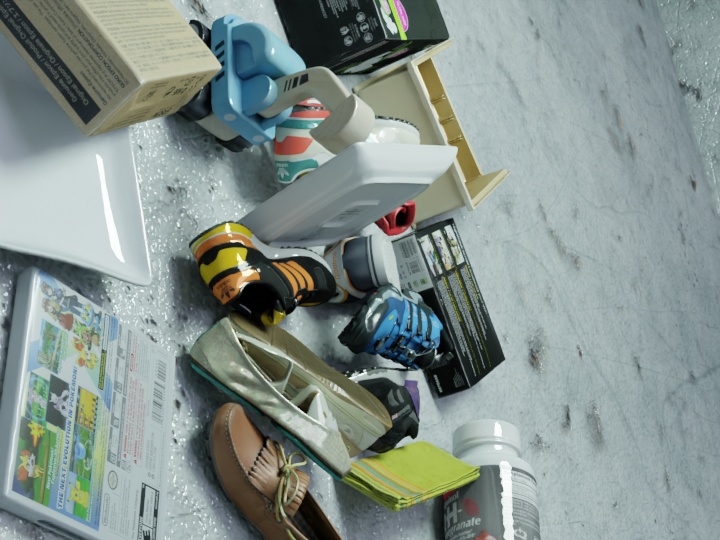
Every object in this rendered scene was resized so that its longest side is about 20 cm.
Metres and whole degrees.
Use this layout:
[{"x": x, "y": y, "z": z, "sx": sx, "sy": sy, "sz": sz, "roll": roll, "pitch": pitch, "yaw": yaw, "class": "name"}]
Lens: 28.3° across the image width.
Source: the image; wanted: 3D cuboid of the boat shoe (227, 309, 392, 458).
[{"x": -0.061, "y": 0.116, "z": 1.395, "sx": 0.200, "sy": 0.066, "sz": 0.074, "roll": 38, "pitch": 12, "yaw": -15, "class": "boat shoe"}]

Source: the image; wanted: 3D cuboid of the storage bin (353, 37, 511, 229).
[{"x": 0.100, "y": -0.184, "z": 1.878, "sx": 0.201, "sy": 0.093, "sz": 0.198, "roll": 66, "pitch": 27, "yaw": -9, "class": "storage bin"}]

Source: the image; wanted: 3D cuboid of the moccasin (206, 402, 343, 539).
[{"x": -0.073, "y": 0.205, "z": 1.312, "sx": 0.202, "sy": 0.077, "sz": 0.074, "roll": 62, "pitch": 28, "yaw": -16, "class": "moccasin"}]

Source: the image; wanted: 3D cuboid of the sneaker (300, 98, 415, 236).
[{"x": 0.002, "y": -0.112, "z": 1.609, "sx": 0.115, "sy": 0.079, "sz": 0.200, "roll": 37, "pitch": -1, "yaw": 45, "class": "sneaker"}]

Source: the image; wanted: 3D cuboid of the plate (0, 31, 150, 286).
[{"x": -0.260, "y": -0.092, "z": 1.193, "sx": 0.199, "sy": 0.032, "sz": 0.201, "roll": 19, "pitch": 56, "yaw": -57, "class": "plate"}]

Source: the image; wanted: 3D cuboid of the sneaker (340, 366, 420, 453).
[{"x": 0.015, "y": 0.151, "z": 1.524, "sx": 0.200, "sy": 0.075, "sz": 0.088, "roll": 7, "pitch": 72, "yaw": -61, "class": "sneaker"}]

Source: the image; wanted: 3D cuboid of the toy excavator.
[{"x": -0.085, "y": -0.182, "z": 1.412, "sx": 0.100, "sy": 0.199, "sz": 0.196, "roll": 34, "pitch": 44, "yaw": -48, "class": "toy excavator"}]

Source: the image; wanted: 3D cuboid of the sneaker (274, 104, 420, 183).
[{"x": -0.018, "y": -0.124, "z": 1.536, "sx": 0.199, "sy": 0.070, "sz": 0.094, "roll": 3, "pitch": 96, "yaw": -46, "class": "sneaker"}]

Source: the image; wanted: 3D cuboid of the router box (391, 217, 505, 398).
[{"x": 0.107, "y": 0.043, "z": 1.784, "sx": 0.149, "sy": 0.051, "sz": 0.201, "roll": -23, "pitch": 93, "yaw": -65, "class": "router box"}]

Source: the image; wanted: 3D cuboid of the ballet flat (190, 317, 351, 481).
[{"x": -0.069, "y": 0.119, "z": 1.330, "sx": 0.200, "sy": 0.062, "sz": 0.067, "roll": 40, "pitch": -2, "yaw": -18, "class": "ballet flat"}]

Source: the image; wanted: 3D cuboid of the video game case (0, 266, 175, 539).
[{"x": -0.219, "y": 0.123, "z": 1.157, "sx": 0.182, "sy": 0.022, "sz": 0.201, "roll": 40, "pitch": 41, "yaw": -46, "class": "video game case"}]

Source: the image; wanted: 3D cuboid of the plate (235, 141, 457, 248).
[{"x": -0.018, "y": -0.068, "z": 1.447, "sx": 0.199, "sy": 0.199, "sz": 0.033, "roll": -7, "pitch": 70, "yaw": -58, "class": "plate"}]

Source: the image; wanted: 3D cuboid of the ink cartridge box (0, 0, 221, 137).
[{"x": -0.224, "y": -0.209, "z": 1.231, "sx": 0.165, "sy": 0.075, "sz": 0.200, "roll": 50, "pitch": 18, "yaw": 1, "class": "ink cartridge box"}]

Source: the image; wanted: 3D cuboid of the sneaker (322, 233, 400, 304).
[{"x": 0.000, "y": 0.000, "z": 1.599, "sx": 0.200, "sy": 0.079, "sz": 0.079, "roll": 52, "pitch": 28, "yaw": -76, "class": "sneaker"}]

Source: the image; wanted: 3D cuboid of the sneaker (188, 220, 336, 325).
[{"x": -0.087, "y": 0.022, "z": 1.398, "sx": 0.200, "sy": 0.070, "sz": 0.090, "roll": 24, "pitch": 38, "yaw": -53, "class": "sneaker"}]

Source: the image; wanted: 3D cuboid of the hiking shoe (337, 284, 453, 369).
[{"x": 0.046, "y": 0.066, "z": 1.531, "sx": 0.087, "sy": 0.075, "sz": 0.200, "roll": 43, "pitch": 19, "yaw": 14, "class": "hiking shoe"}]

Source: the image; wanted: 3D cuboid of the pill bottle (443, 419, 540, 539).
[{"x": 0.150, "y": 0.279, "z": 1.645, "sx": 0.111, "sy": 0.110, "sz": 0.201, "roll": 40, "pitch": 39, "yaw": -45, "class": "pill bottle"}]

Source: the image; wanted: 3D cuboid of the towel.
[{"x": 0.053, "y": 0.216, "z": 1.542, "sx": 0.200, "sy": 0.086, "sz": 0.018, "roll": -5, "pitch": 120, "yaw": -60, "class": "towel"}]

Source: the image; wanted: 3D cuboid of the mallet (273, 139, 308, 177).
[{"x": -0.087, "y": -0.129, "z": 1.564, "sx": 0.200, "sy": 0.066, "sz": 0.041, "roll": 49, "pitch": 28, "yaw": -9, "class": "mallet"}]

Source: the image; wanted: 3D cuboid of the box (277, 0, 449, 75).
[{"x": 0.000, "y": -0.329, "z": 1.752, "sx": 0.200, "sy": 0.124, "sz": 0.150, "roll": -18, "pitch": 88, "yaw": -64, "class": "box"}]
